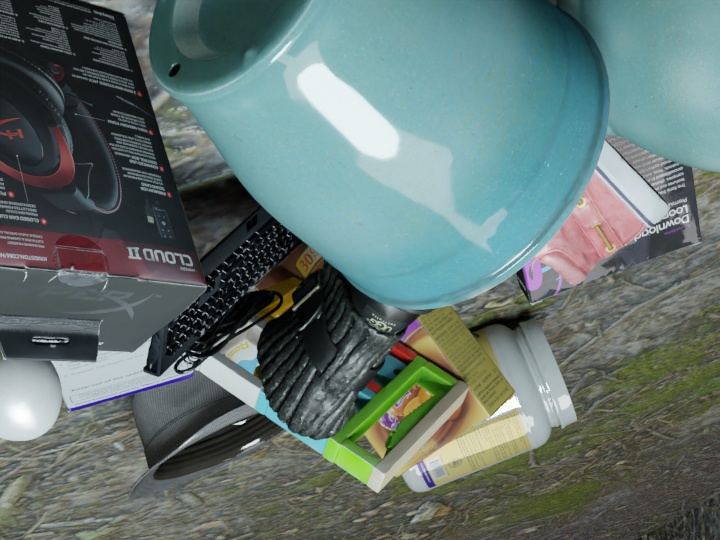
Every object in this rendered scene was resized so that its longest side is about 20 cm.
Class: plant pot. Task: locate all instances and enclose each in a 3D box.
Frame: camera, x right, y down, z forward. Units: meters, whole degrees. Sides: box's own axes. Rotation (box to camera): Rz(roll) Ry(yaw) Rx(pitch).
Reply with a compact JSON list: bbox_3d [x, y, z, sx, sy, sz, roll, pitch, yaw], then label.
[{"bbox_3d":[0.198,-0.149,0.689,0.134,0.201,0.200,-5,164,28],"label":"plant pot"},{"bbox_3d":[0.000,-0.107,0.609,0.200,0.201,0.188,-32,138,25],"label":"plant pot"}]

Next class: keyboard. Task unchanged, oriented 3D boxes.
[{"bbox_3d":[-0.076,0.007,0.803,0.200,0.040,0.104,-47,163,-45],"label":"keyboard"}]

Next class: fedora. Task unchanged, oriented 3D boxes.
[{"bbox_3d":[-0.146,0.131,1.089,0.199,0.090,0.177,-20,161,-30],"label":"fedora"}]

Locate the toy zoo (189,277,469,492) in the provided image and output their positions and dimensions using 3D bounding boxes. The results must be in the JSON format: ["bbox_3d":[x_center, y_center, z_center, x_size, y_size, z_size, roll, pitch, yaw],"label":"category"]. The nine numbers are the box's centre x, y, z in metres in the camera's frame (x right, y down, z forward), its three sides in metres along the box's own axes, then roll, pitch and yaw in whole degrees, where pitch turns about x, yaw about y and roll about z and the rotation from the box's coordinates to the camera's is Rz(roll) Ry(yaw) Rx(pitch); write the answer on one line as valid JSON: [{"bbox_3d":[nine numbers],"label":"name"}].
[{"bbox_3d":[-0.033,0.070,0.851,0.131,0.200,0.021,-36,151,-49],"label":"toy zoo"}]

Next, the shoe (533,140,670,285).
[{"bbox_3d":[0.115,-0.072,0.764,0.091,0.072,0.200,-43,118,14],"label":"shoe"}]

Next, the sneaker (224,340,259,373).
[{"bbox_3d":[-0.039,0.068,1.055,0.199,0.081,0.077,-8,153,-39],"label":"sneaker"}]

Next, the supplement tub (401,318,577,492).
[{"bbox_3d":[0.124,0.146,1.271,0.199,0.146,0.145,-22,156,3],"label":"supplement tub"}]

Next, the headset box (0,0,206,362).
[{"bbox_3d":[-0.172,-0.046,0.570,0.148,0.201,0.075,6,145,-46],"label":"headset box"}]

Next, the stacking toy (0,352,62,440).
[{"bbox_3d":[-0.223,0.010,0.621,0.146,0.200,0.146,-39,160,-17],"label":"stacking toy"}]

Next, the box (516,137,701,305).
[{"bbox_3d":[0.165,-0.084,0.832,0.142,0.036,0.201,-19,120,-3],"label":"box"}]

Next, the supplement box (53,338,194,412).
[{"bbox_3d":[-0.181,0.007,0.795,0.103,0.101,0.200,-16,156,-11],"label":"supplement box"}]

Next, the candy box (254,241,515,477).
[{"bbox_3d":[0.017,0.054,0.929,0.117,0.200,0.056,-40,174,36],"label":"candy box"}]

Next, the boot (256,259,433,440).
[{"bbox_3d":[-0.002,-0.001,0.796,0.079,0.211,0.158,27,126,-11],"label":"boot"}]
